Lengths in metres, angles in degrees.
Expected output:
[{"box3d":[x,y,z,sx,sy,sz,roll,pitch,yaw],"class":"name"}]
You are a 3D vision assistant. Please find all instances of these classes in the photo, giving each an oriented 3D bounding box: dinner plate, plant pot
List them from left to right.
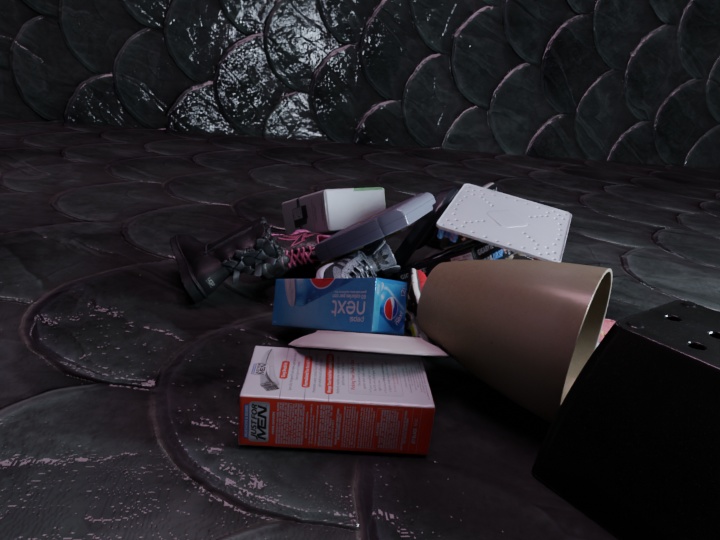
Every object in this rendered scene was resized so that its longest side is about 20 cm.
[{"box3d":[0.010,0.090,0.717,0.197,0.025,0.200,4,-6,0],"class":"dinner plate"},{"box3d":[0.176,0.063,0.709,0.198,0.190,0.187,18,23,30],"class":"plant pot"},{"box3d":[0.312,0.141,0.548,0.198,0.180,0.199,-10,24,-34],"class":"plant pot"}]

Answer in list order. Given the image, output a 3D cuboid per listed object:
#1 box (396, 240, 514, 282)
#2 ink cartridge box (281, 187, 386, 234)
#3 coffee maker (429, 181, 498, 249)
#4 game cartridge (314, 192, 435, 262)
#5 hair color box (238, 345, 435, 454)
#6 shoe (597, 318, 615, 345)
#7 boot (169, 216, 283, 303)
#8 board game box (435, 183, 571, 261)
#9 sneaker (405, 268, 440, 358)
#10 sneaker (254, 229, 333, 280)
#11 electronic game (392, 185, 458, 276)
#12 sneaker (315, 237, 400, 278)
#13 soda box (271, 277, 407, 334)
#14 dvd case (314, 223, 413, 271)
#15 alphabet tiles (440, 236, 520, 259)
[{"box3d":[0.182,-0.019,1.048,0.158,0.047,0.199,-18,2,38],"class":"box"},{"box3d":[-0.059,-0.121,1.232,0.145,0.084,0.199,-8,3,-32],"class":"ink cartridge box"},{"box3d":[0.231,-0.118,1.354,0.191,0.137,0.199,-9,5,42],"class":"coffee maker"},{"box3d":[0.019,-0.072,0.986,0.199,0.042,0.133,-21,4,37],"class":"game cartridge"},{"box3d":[-0.026,0.140,0.637,0.197,0.065,0.111,6,19,-3],"class":"hair color box"},{"box3d":[0.303,0.092,0.848,0.090,0.072,0.200,-8,29,-35],"class":"shoe"},{"box3d":[-0.225,-0.038,0.968,0.161,0.074,0.198,-32,35,-8],"class":"boot"},{"box3d":[0.245,-0.077,0.978,0.198,0.026,0.200,18,33,16],"class":"board game box"},{"box3d":[0.113,0.067,0.876,0.084,0.078,0.201,5,30,-14],"class":"sneaker"},{"box3d":[-0.112,-0.033,1.052,0.094,0.080,0.200,4,19,29],"class":"sneaker"},{"box3d":[0.119,-0.073,1.084,0.041,0.201,0.200,37,25,4],"class":"electronic game"},{"box3d":[0.000,0.000,0.946,0.113,0.076,0.200,-27,9,17],"class":"sneaker"},{"box3d":[-0.033,0.046,0.780,0.198,0.069,0.064,-1,-8,44],"class":"soda box"},{"box3d":[0.018,-0.060,1.107,0.198,0.016,0.149,-26,8,18],"class":"dvd case"},{"box3d":[0.260,-0.062,1.138,0.197,0.015,0.196,5,-25,-2],"class":"alphabet tiles"}]
